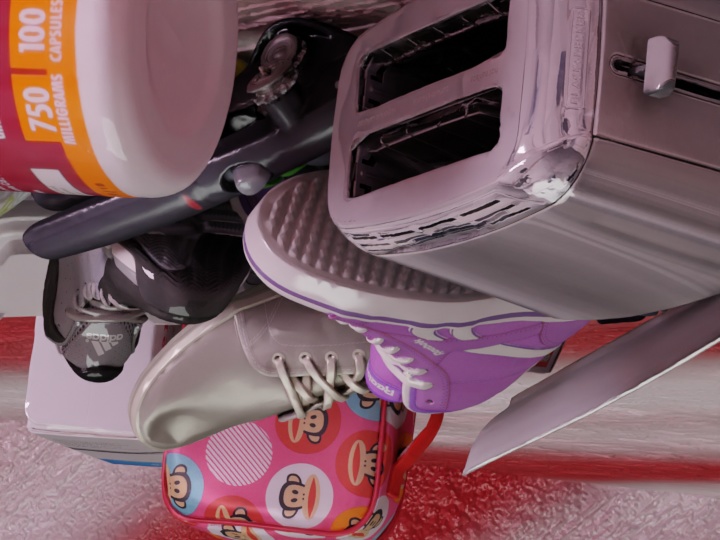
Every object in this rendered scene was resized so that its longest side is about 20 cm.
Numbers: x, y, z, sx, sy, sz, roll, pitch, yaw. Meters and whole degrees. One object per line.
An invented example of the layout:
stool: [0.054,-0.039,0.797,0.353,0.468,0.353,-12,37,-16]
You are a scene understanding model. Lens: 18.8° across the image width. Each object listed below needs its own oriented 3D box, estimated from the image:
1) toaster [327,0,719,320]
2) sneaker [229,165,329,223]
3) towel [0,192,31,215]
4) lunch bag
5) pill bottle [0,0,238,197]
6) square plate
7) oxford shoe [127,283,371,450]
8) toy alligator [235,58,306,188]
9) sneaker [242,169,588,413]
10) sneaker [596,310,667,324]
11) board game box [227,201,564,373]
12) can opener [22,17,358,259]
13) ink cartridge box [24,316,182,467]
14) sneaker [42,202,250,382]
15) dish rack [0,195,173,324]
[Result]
toaster: [0.075,-0.050,0.835,0.128,0.115,0.200,16,163,-31]
sneaker: [0.040,-0.032,1.093,0.199,0.076,0.087,8,162,-23]
towel: [-0.264,-0.028,1.081,0.199,0.171,0.048,6,129,45]
lunch bag: [-0.030,0.077,1.396,0.175,0.202,0.082,4,166,19]
pill bottle: [-0.153,-0.085,0.773,0.198,0.114,0.113,3,170,19]
square plate: [0.166,0.036,1.167,0.198,0.029,0.200,-31,175,32]
oxford shoe: [-0.021,0.040,1.060,0.199,0.058,0.075,-24,140,1]
toy alligator: [-0.074,-0.062,1.031,0.059,0.055,0.199,15,167,-41]
sneaker: [0.016,0.023,0.961,0.199,0.073,0.114,9,137,-38]
sneaker: [0.138,-0.021,1.050,0.073,0.082,0.200,5,170,8]
board game box: [0.000,0.000,1.166,0.199,0.035,0.126,7,-150,-30]
can opener: [-0.067,-0.048,0.937,0.199,0.064,0.079,-22,130,23]
ink cartridge box: [-0.155,0.054,1.492,0.083,0.146,0.200,4,170,10]
sneaker: [-0.109,0.012,1.060,0.074,0.116,0.200,7,-160,-21]
dish rack: [-0.148,-0.007,1.236,0.199,0.044,0.172,0,160,-26]
